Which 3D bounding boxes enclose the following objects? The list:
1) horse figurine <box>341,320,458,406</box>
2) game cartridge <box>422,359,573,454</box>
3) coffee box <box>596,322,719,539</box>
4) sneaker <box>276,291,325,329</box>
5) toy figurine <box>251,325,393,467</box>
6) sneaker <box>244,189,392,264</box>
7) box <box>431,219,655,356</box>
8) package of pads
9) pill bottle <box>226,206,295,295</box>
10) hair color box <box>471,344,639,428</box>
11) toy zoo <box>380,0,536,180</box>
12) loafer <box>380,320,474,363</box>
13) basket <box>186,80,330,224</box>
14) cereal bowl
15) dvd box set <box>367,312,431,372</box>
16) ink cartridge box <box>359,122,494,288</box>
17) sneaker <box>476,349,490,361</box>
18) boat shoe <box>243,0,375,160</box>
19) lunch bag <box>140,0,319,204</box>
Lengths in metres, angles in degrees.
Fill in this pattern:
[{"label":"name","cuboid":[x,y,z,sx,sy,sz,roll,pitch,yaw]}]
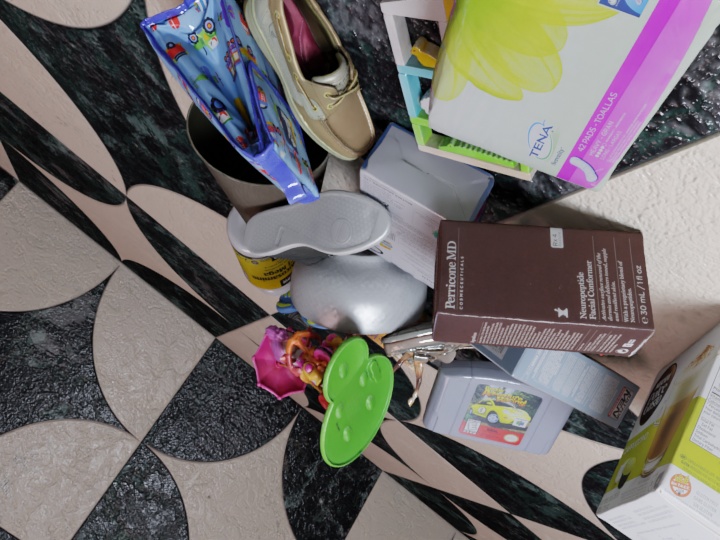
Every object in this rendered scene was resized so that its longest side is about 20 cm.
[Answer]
[{"label":"horse figurine","cuboid":[0.045,0.096,0.863,0.197,0.135,0.050,33,-167,1]},{"label":"game cartridge","cuboid":[0.195,0.191,0.855,0.193,0.041,0.136,12,124,0]},{"label":"coffee box","cuboid":[0.385,0.201,0.594,0.197,0.200,0.201,30,160,17]},{"label":"sneaker","cuboid":[-0.106,0.087,1.314,0.082,0.072,0.197,33,166,-36]},{"label":"toy figurine","cuboid":[-0.072,0.130,0.798,0.181,0.151,0.203,23,146,32]},{"label":"sneaker","cuboid":[-0.035,-0.049,0.723,0.195,0.073,0.098,-5,176,31]},{"label":"box","cuboid":[0.168,0.016,0.582,0.193,0.103,0.075,3,154,6]},{"label":"package of pads","cuboid":[0.129,-0.153,0.398,0.151,0.069,0.202,22,152,8]},{"label":"pill bottle","cuboid":[-0.163,-0.035,1.069,0.110,0.114,0.201,29,158,15]},{"label":"hair color box","cuboid":[0.232,0.113,0.728,0.197,0.062,0.099,28,-175,-29]},{"label":"toy zoo","cuboid":[0.089,-0.170,0.528,0.129,0.021,0.202,23,155,30]},{"label":"loafer","cuboid":[0.125,0.092,0.787,0.072,0.194,0.065,168,88,-81]},{"label":"basket","cuboid":[-0.115,-0.127,0.785,0.175,0.139,0.201,18,161,7]},{"label":"cereal bowl","cuboid":[0.000,0.000,0.827,0.196,0.198,0.086,22,120,30]},{"label":"dvd box set","cuboid":[0.025,0.057,0.960,0.198,0.147,0.030,38,115,-4]},{"label":"ink cartridge box","cuboid":[0.069,-0.058,0.715,0.134,0.077,0.201,31,157,14]},{"label":"sneaker","cuboid":[0.224,0.127,0.889,0.103,0.060,0.201,9,142,51]},{"label":"boat shoe","cuboid":[-0.039,-0.193,0.604,0.066,0.075,0.201,16,151,52]},{"label":"lunch bag","cuboid":[-0.111,-0.153,0.605,0.204,0.092,0.151,61,-176,14]}]
